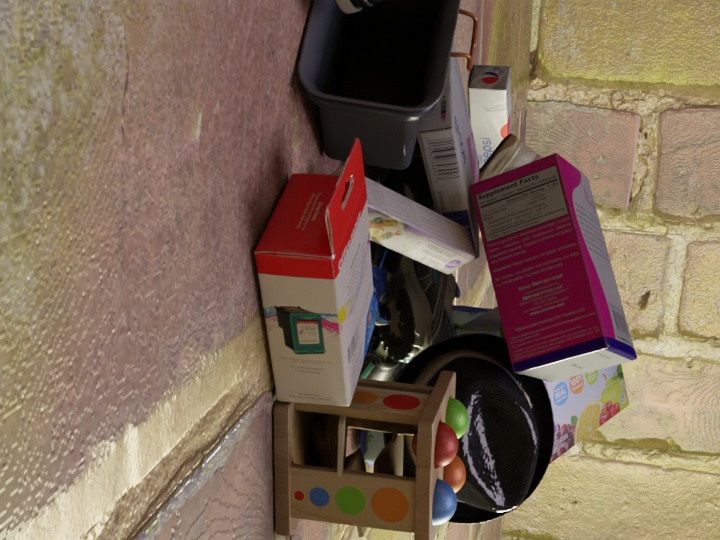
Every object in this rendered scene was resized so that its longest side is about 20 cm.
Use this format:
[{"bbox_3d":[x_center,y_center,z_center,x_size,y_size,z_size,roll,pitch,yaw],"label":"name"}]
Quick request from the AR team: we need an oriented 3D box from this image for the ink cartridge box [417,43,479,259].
[{"bbox_3d":[0.095,-0.147,1.231,0.197,0.043,0.200,70,19,-49],"label":"ink cartridge box"}]

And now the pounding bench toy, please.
[{"bbox_3d":[0.024,0.152,1.083,0.200,0.156,0.125,-51,143,-69],"label":"pounding bench toy"}]

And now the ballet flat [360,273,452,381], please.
[{"bbox_3d":[0.057,0.048,1.291,0.200,0.068,0.068,-57,177,-34],"label":"ballet flat"}]

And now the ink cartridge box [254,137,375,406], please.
[{"bbox_3d":[-0.035,0.001,0.970,0.116,0.067,0.200,-70,161,-51],"label":"ink cartridge box"}]

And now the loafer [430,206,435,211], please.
[{"bbox_3d":[0.060,-0.075,1.398,0.070,0.075,0.200,-62,180,43],"label":"loafer"}]

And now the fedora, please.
[{"bbox_3d":[0.119,0.166,1.152,0.092,0.200,0.201,-146,-122,-75],"label":"fedora"}]

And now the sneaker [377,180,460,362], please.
[{"bbox_3d":[0.058,0.004,1.240,0.086,0.078,0.201,9,67,-36],"label":"sneaker"}]

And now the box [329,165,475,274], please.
[{"bbox_3d":[0.036,-0.045,1.114,0.200,0.039,0.042,21,43,-48],"label":"box"}]

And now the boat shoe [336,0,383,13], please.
[{"bbox_3d":[0.003,-0.319,0.973,0.074,0.066,0.200,5,80,-68],"label":"boat shoe"}]

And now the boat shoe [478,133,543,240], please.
[{"bbox_3d":[0.140,-0.065,1.364,0.200,0.065,0.072,-53,-177,24],"label":"boat shoe"}]

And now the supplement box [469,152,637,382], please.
[{"bbox_3d":[0.192,0.000,1.167,0.101,0.103,0.201,21,55,-59],"label":"supplement box"}]

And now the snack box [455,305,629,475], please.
[{"bbox_3d":[0.206,0.109,1.294,0.200,0.068,0.169,-24,105,-43],"label":"snack box"}]

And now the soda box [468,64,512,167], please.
[{"bbox_3d":[0.232,-0.269,2.071,0.200,0.068,0.064,80,19,-50],"label":"soda box"}]

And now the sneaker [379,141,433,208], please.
[{"bbox_3d":[0.051,-0.166,1.316,0.200,0.075,0.116,-87,167,-44],"label":"sneaker"}]

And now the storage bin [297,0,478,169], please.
[{"bbox_3d":[0.029,-0.194,1.063,0.134,0.145,0.200,92,8,-64],"label":"storage bin"}]

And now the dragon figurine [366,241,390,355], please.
[{"bbox_3d":[0.000,0.000,1.141,0.200,0.059,0.100,-72,160,-61],"label":"dragon figurine"}]

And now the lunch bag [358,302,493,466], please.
[{"bbox_3d":[0.094,0.136,1.363,0.127,0.170,0.201,59,38,-74],"label":"lunch bag"}]
